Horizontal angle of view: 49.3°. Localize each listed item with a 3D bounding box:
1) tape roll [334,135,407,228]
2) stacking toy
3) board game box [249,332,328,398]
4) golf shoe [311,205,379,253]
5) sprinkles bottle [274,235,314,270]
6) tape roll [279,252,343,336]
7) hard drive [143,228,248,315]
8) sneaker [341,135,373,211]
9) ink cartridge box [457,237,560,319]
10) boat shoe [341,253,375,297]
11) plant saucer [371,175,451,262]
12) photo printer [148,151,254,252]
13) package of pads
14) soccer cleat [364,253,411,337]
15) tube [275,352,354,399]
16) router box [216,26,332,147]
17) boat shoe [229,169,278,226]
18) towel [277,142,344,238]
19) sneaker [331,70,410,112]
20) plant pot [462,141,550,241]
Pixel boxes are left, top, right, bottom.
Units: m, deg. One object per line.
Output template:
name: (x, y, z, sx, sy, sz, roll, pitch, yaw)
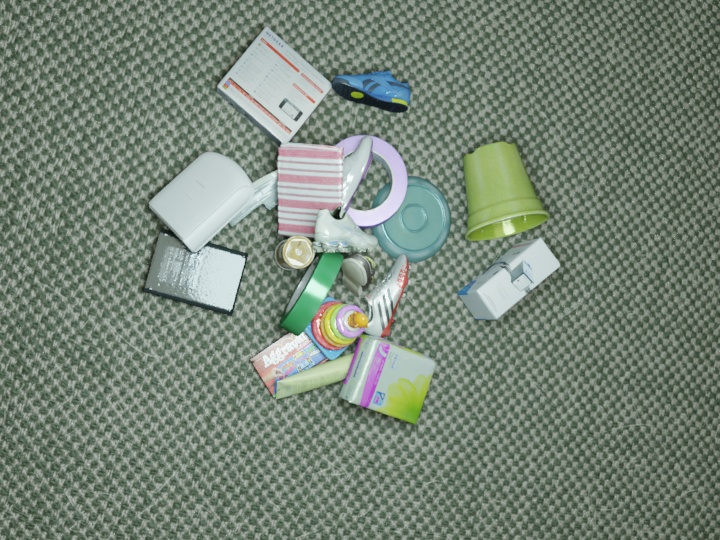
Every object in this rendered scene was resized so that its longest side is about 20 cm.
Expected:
tape roll: (0.006, -0.198, 1.768, 0.196, 0.066, 0.204, 0, 88, -1)
stacking toy: (-0.031, 0.112, 1.678, 0.116, 0.200, 0.110, 49, 65, -8)
board game box: (-0.139, 0.186, 1.763, 0.199, 0.019, 0.104, -34, 94, -11)
golf shoe: (-0.024, -0.084, 1.631, 0.077, 0.199, 0.099, -2, 89, 32)
sprinkles bottle: (-0.143, -0.036, 1.676, 0.067, 0.200, 0.070, 0, 89, -11)
tape roll: (-0.106, 0.042, 1.682, 0.048, 0.200, 0.202, 30, 82, -9)
hard drive: (-0.357, 0.005, 1.714, 0.197, 0.033, 0.142, 16, 85, -11)
sneaker: (-0.041, -0.208, 1.696, 0.099, 0.075, 0.202, 29, 88, -1)
ink cartridge box: (0.339, 0.022, 1.808, 0.199, 0.146, 0.086, -40, 94, -11)
boat shoe: (0.000, 0.000, 1.711, 0.072, 0.200, 0.060, 41, 75, 11)
plant saucer: (0.121, -0.121, 1.827, 0.197, 0.027, 0.204, 1, 87, -12)
photo printer: (-0.332, -0.155, 1.670, 0.200, 0.070, 0.166, -43, 56, -10)
package of pads: (0.064, 0.240, 1.755, 0.198, 0.068, 0.157, 24, 83, -32)
soccer cleat: (0.055, 0.054, 1.786, 0.084, 0.069, 0.203, 19, 89, -15)
tube: (-0.095, 0.234, 1.742, 0.197, 0.052, 0.059, -17, 106, -19)
router box: (-0.191, -0.407, 1.757, 0.199, 0.049, 0.180, 40, 80, -8)
boat shoe: (-0.217, -0.165, 1.737, 0.199, 0.070, 0.072, -32, 99, -6)
towel: (-0.105, -0.167, 1.667, 0.144, 0.030, 0.203, 6, 107, 13)
sneaker: (0.025, -0.422, 1.789, 0.197, 0.066, 0.080, 10, 78, -25)
plant pot: (0.317, -0.186, 1.802, 0.197, 0.200, 0.187, -9, 79, -12)
